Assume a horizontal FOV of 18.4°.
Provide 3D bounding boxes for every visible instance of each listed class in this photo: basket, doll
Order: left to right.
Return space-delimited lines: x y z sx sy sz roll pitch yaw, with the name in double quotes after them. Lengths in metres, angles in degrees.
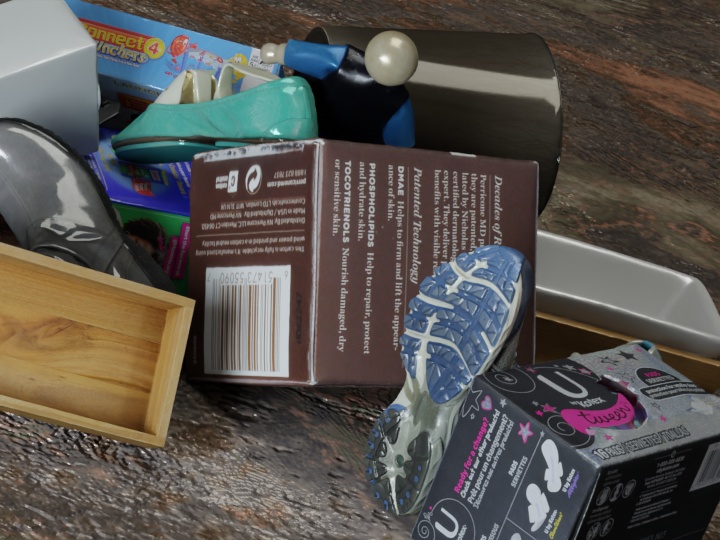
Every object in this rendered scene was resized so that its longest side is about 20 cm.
-0.021 -0.126 1.660 0.136 0.200 0.049 39 57 -14 "doll"
0.049 -0.134 1.846 0.198 0.136 0.182 8 49 -19 "basket"

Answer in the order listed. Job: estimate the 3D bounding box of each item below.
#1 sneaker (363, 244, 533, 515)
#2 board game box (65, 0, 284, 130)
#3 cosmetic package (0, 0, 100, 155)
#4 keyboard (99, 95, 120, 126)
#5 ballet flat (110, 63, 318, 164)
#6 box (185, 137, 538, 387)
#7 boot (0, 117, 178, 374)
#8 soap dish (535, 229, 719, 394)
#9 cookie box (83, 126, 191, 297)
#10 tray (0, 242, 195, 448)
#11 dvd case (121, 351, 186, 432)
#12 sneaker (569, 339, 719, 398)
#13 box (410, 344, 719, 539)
0.071 0.069 1.478 0.085 0.201 0.077 -3 36 -44 "sneaker"
-0.161 -0.147 1.855 0.198 0.056 0.196 16 -14 4 "board game box"
-0.296 -0.119 1.648 0.199 0.113 0.081 -23 53 -27 "cosmetic package"
-0.291 -0.106 1.726 0.104 0.040 0.199 18 40 42 "keyboard"
-0.107 -0.118 1.663 0.199 0.071 0.067 0 -8 41 "ballet flat"
0.000 0.000 1.572 0.199 0.166 0.165 3 -3 -37 "box"
-0.212 -0.017 1.507 0.200 0.070 0.132 44 23 2 "boot"
0.198 0.042 1.833 0.198 0.082 0.158 15 20 -9 "soap dish"
-0.140 -0.041 1.753 0.198 0.076 0.171 10 21 -20 "cookie box"
-0.210 0.042 1.410 0.199 0.100 0.037 18 -13 -27 "tray"
-0.196 0.052 1.553 0.141 0.018 0.200 18 21 -2 "dvd case"
0.225 0.097 1.711 0.199 0.087 0.075 3 24 -40 "sneaker"
0.149 0.137 1.472 0.114 0.133 0.199 34 25 31 "box"
